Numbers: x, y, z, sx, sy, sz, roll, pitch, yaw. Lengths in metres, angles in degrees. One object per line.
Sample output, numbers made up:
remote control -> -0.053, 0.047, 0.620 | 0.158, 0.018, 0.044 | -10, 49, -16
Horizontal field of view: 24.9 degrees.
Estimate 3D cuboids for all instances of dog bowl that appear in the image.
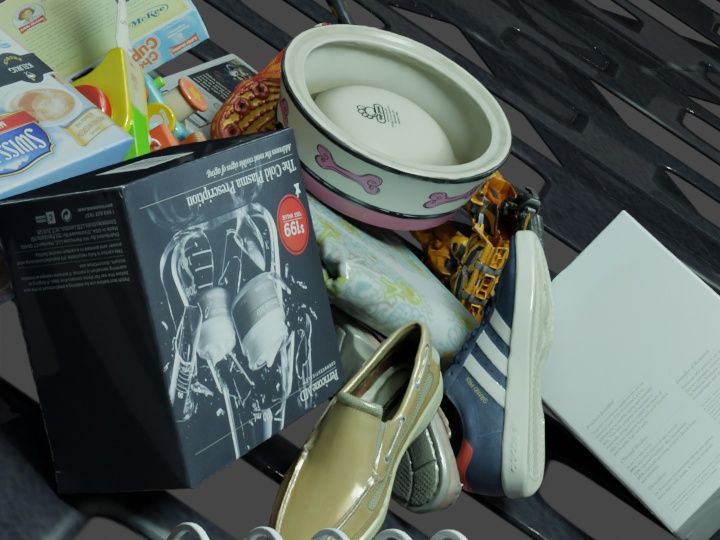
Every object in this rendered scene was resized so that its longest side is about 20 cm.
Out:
dog bowl -> 0.019, -0.113, 1.327 | 0.199, 0.074, 0.201 | 16, 38, -13

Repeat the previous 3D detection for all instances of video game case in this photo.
video game case -> -0.085, -0.115, 1.459 | 0.200, 0.023, 0.182 | 37, 28, 10

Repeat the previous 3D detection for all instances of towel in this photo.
towel -> 0.000, 0.000, 1.279 | 0.171, 0.048, 0.200 | 28, 12, -37

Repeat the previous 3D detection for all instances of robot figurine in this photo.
robot figurine -> 0.096, -0.020, 1.380 | 0.058, 0.145, 0.200 | 16, 22, -18

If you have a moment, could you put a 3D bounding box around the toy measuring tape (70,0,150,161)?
toy measuring tape -> -0.192, -0.136, 1.166 | 0.073, 0.073, 0.201 | 8, 63, -39

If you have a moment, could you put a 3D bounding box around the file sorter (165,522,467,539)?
file sorter -> -0.019, 0.219, 0.881 | 0.199, 0.125, 0.139 | 9, 37, -39

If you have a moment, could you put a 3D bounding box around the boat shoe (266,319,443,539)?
boat shoe -> -0.006, 0.109, 1.058 | 0.071, 0.076, 0.200 | 16, 48, 16

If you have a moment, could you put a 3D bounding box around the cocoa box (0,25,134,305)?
cocoa box -> -0.267, -0.054, 1.048 | 0.131, 0.134, 0.200 | 38, 28, 9

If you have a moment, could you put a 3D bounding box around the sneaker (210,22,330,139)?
sneaker -> -0.073, -0.146, 1.439 | 0.073, 0.077, 0.200 | 52, 42, -7

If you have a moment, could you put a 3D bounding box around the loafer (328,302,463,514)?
loafer -> 0.023, 0.096, 1.187 | 0.063, 0.072, 0.200 | 13, 30, -46

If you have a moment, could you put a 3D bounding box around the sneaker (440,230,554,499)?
sneaker -> 0.093, 0.066, 1.204 | 0.084, 0.201, 0.075 | 0, -19, 21

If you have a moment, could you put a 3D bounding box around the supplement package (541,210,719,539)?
supplement package -> 0.234, 0.089, 1.273 | 0.200, 0.152, 0.151 | 45, 2, 23

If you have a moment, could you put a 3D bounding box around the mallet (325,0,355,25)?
mallet -> 0.015, -0.163, 1.519 | 0.041, 0.066, 0.201 | -28, 91, -16

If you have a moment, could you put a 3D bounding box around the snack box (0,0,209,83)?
snack box -> -0.228, -0.172, 1.242 | 0.116, 0.200, 0.037 | 55, -7, 37

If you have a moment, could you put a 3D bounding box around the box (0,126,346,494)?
box -> -0.112, 0.020, 1.024 | 0.104, 0.183, 0.200 | -5, 12, 29

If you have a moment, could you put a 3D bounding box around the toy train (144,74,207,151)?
toy train -> -0.145, -0.113, 1.279 | 0.200, 0.056, 0.150 | 59, 2, 39
